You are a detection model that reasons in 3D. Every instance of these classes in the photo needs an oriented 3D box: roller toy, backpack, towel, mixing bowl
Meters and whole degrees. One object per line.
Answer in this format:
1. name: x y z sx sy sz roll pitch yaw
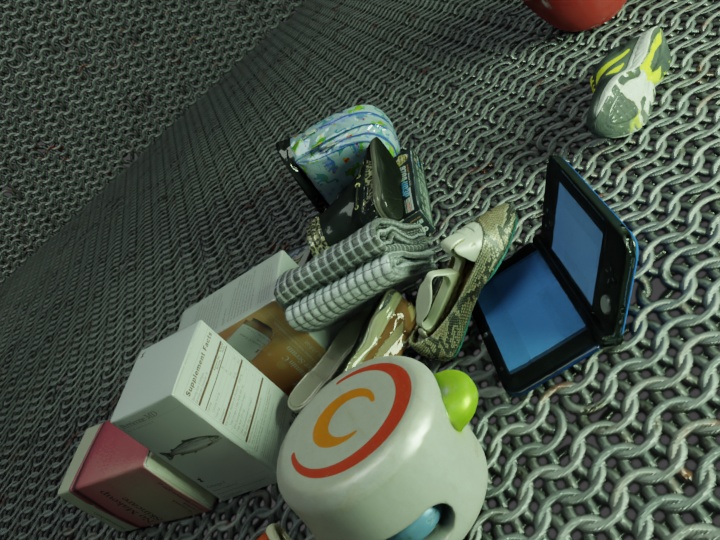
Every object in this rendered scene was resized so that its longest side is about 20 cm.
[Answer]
1. roller toy: 0.022 0.191 0.647 0.198 0.140 0.183 -12 31 45
2. backpack: -0.025 -0.202 1.193 0.199 0.164 0.154 -34 39 3
3. towel: 0.000 0.000 0.869 0.164 0.086 0.199 -30 -8 22
4. mixing bowl: 0.362 -0.461 1.079 0.199 0.109 0.201 -31 32 21

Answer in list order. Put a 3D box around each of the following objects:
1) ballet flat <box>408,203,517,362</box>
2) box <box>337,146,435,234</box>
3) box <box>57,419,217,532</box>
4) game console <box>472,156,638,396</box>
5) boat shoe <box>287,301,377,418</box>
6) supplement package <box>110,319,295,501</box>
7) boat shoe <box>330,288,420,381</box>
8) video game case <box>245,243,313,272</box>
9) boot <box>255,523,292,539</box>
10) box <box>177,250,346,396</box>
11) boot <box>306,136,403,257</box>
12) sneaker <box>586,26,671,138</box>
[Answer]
1. ballet flat: 0.110 0.009 0.764 0.202 0.074 0.068 -66 27 8
2. box: 0.035 -0.097 1.079 0.158 0.046 0.201 -31 33 20
3. box: -0.298 0.275 0.935 0.198 0.128 0.110 -24 36 31
4. game console: 0.187 0.000 0.711 0.116 0.173 0.201 -8 34 -4
5. boat shoe: -0.011 0.120 0.870 0.200 0.057 0.067 -46 32 -15
6. supplement package: -0.188 0.181 0.846 0.116 0.200 0.118 -25 34 28
7. boat shoe: 0.015 0.121 0.796 0.202 0.073 0.076 -60 3 -12
8. video game case: -0.162 0.048 1.155 0.179 0.026 0.202 -19 39 36
9. boot: -0.082 0.334 0.664 0.107 0.075 0.200 -43 29 -10
10. box: -0.141 0.097 0.944 0.198 0.152 0.107 -30 33 22
11. boot: -0.012 -0.112 1.037 0.153 0.073 0.205 -32 33 23
12. sneaker: 0.338 -0.236 0.880 0.084 0.075 0.200 -6 38 54
